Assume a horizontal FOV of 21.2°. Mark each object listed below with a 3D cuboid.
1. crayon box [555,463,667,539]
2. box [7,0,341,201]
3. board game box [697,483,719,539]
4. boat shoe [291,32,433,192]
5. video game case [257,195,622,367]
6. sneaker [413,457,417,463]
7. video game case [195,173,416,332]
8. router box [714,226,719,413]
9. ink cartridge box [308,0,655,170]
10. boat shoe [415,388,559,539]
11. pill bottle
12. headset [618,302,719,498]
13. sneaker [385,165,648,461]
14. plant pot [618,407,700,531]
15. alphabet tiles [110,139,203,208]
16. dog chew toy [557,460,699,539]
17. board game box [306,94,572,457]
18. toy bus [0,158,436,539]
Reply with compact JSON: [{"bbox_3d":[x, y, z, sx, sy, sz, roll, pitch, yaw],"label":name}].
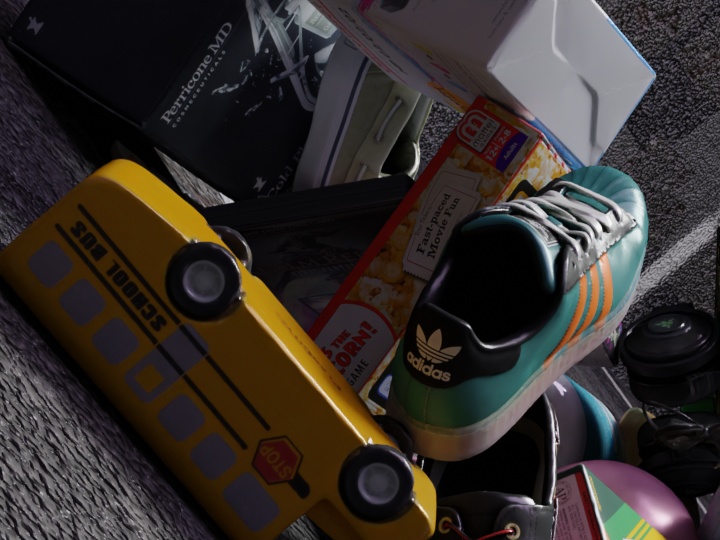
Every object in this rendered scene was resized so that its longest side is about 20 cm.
[{"bbox_3d":[0.147,0.222,0.987,0.172,0.058,0.201,40,32,-54],"label":"crayon box"},{"bbox_3d":[-0.073,-0.161,1.154,0.124,0.201,0.196,33,-1,28],"label":"box"},{"bbox_3d":[0.233,0.231,1.117,0.200,0.043,0.201,91,-4,-62],"label":"board game box"},{"bbox_3d":[0.003,-0.069,1.168,0.062,0.072,0.201,34,-32,16],"label":"boat shoe"},{"bbox_3d":[0.051,0.009,1.188,0.181,0.198,0.036,52,46,-63],"label":"video game case"},{"bbox_3d":[0.042,0.160,0.883,0.095,0.079,0.200,9,33,-47],"label":"sneaker"},{"bbox_3d":[0.000,0.000,1.061,0.200,0.142,0.019,37,49,-59],"label":"video game case"},{"bbox_3d":[0.267,0.094,1.253,0.158,0.052,0.201,-92,177,-55],"label":"router box"},{"bbox_3d":[0.043,-0.135,1.006,0.199,0.068,0.115,32,-5,43],"label":"ink cartridge box"},{"bbox_3d":[0.048,0.123,0.837,0.202,0.073,0.064,-75,163,-49],"label":"boat shoe"},{"bbox_3d":[0.111,0.118,1.318,0.111,0.111,0.200,53,7,23],"label":"pill bottle"},{"bbox_3d":[0.216,0.085,1.214,0.200,0.093,0.125,-20,101,-73],"label":"headset"},{"bbox_3d":[0.081,0.000,0.872,0.071,0.200,0.080,26,-44,18],"label":"sneaker"},{"bbox_3d":[0.208,0.197,1.356,0.200,0.027,0.202,179,-90,-85],"label":"plant pot"},{"bbox_3d":[-0.073,0.009,1.120,0.196,0.015,0.200,55,9,33],"label":"alphabet tiles"},{"bbox_3d":[0.153,0.187,1.223,0.125,0.124,0.200,51,-1,12],"label":"dog chew toy"},{"bbox_3d":[0.046,0.029,0.991,0.046,0.201,0.151,35,-2,32],"label":"board game box"},{"bbox_3d":[-0.055,0.045,0.792,0.200,0.078,0.065,50,6,-6],"label":"toy bus"}]
